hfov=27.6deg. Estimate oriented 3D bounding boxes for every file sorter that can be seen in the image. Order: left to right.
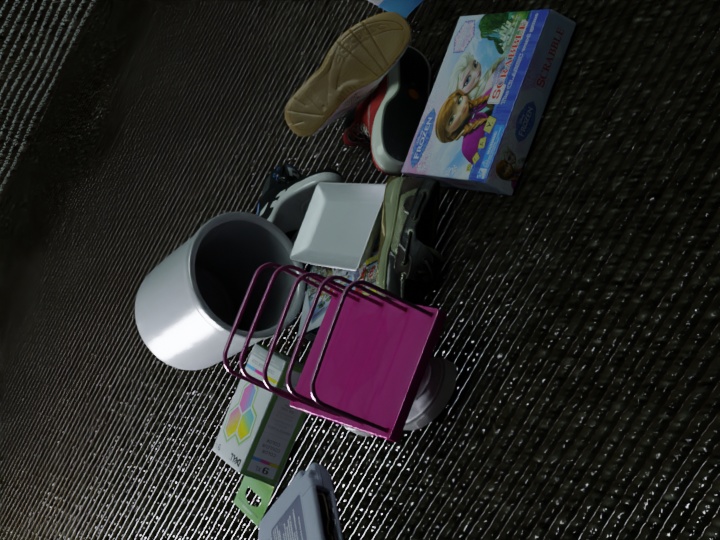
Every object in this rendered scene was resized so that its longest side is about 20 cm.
[{"bbox_3d":[-0.036,0.075,1.516,0.199,0.125,0.140,9,75,56],"label":"file sorter"}]

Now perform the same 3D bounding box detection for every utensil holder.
[{"bbox_3d":[-0.193,0.032,1.953,0.200,0.169,0.172,-29,45,55],"label":"utensil holder"}]

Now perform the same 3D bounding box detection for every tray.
[{"bbox_3d":[-0.022,-0.053,1.771,0.200,0.022,0.108,9,78,64],"label":"tray"}]

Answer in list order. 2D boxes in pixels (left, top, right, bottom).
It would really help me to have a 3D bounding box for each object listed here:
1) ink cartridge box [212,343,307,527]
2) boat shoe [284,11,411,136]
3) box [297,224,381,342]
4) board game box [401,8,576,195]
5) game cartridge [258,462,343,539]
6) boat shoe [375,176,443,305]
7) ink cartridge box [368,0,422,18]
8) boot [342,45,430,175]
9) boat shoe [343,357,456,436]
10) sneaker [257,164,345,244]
[{"bbox_3d":[-0.127,0.202,1.813,0.104,0.059,0.202,21,89,64],"label":"ink cartridge box"},{"bbox_3d":[-0.010,-0.244,1.806,0.200,0.071,0.069,-39,-8,23],"label":"boat shoe"},{"bbox_3d":[0.000,0.000,1.756,0.199,0.037,0.138,-26,47,54],"label":"box"},{"bbox_3d":[0.139,-0.190,1.638,0.199,0.041,0.202,13,81,64],"label":"board game box"},{"bbox_3d":[-0.067,0.329,1.630,0.133,0.041,0.201,-49,31,26],"label":"game cartridge"},{"bbox_3d":[0.059,-0.013,1.621,0.065,0.072,0.203,-8,67,23],"label":"boat shoe"},{"bbox_3d":[0.019,-0.459,1.897,0.146,0.199,0.148,-38,39,45],"label":"ink cartridge box"},{"bbox_3d":[0.022,-0.167,1.814,0.144,0.072,0.201,-43,27,41],"label":"boot"},{"bbox_3d":[0.025,0.129,1.572,0.199,0.068,0.073,-17,54,57],"label":"boat shoe"},{"bbox_3d":[-0.087,-0.110,1.966,0.200,0.073,0.113,-40,38,45],"label":"sneaker"}]
